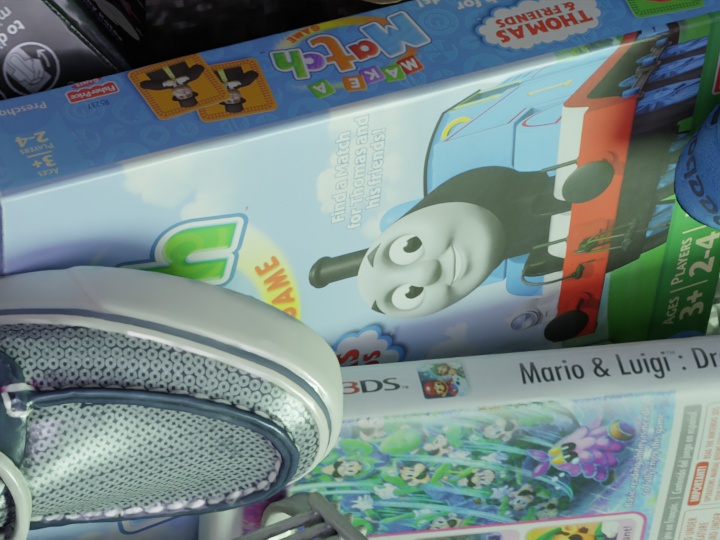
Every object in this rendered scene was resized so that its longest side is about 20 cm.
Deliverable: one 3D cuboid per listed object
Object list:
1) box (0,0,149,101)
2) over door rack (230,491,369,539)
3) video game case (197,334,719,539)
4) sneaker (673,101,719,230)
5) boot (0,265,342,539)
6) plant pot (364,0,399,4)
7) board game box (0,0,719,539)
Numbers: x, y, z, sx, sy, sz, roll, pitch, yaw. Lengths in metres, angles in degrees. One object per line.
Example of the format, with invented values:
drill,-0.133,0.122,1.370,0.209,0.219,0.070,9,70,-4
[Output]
box,-0.167,-0.041,0.745,0.200,0.115,0.132,-39,108,9
over door rack,-0.015,0.126,0.624,0.147,0.200,0.067,-19,120,-32
video game case,0.045,0.095,0.798,0.181,0.024,0.200,-4,135,-11
sneaker,0.154,-0.033,0.764,0.078,0.200,0.066,-30,71,37
boot,-0.103,0.053,0.654,0.199,0.091,0.073,1,137,-3
plant pot,-0.008,-0.161,0.678,0.027,0.200,0.201,-17,110,-18
board game box,0.000,0.000,0.745,0.199,0.037,0.152,-15,140,-18
